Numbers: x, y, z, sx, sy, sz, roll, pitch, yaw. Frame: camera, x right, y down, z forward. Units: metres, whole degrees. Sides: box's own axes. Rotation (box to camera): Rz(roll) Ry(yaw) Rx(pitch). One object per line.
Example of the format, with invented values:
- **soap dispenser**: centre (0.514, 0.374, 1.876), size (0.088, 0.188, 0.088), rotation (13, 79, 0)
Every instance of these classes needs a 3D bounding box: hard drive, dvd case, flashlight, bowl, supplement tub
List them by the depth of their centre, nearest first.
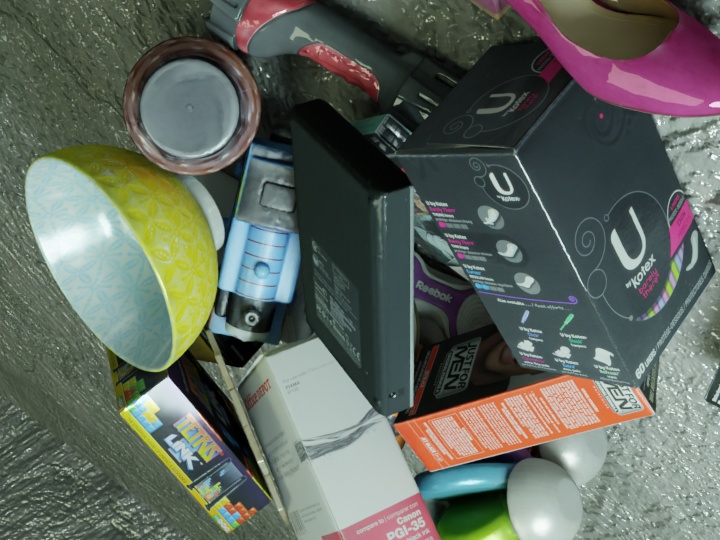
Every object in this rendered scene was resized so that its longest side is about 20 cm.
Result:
- **hard drive**: centre (-0.006, -0.009, 0.756), size (0.140, 0.033, 0.201), rotation (48, 150, 45)
- **flashlight**: centre (-0.020, -0.155, 0.757), size (0.200, 0.068, 0.068), rotation (35, 162, 11)
- **dvd case**: centre (0.058, -0.048, 0.798), size (0.200, 0.022, 0.146), rotation (39, 167, -20)
- **supplement tub**: centre (-0.133, -0.133, 0.812), size (0.107, 0.107, 0.200), rotation (47, -178, -12)
- **bowl**: centre (-0.181, -0.027, 0.862), size (0.200, 0.108, 0.201), rotation (30, 138, 31)

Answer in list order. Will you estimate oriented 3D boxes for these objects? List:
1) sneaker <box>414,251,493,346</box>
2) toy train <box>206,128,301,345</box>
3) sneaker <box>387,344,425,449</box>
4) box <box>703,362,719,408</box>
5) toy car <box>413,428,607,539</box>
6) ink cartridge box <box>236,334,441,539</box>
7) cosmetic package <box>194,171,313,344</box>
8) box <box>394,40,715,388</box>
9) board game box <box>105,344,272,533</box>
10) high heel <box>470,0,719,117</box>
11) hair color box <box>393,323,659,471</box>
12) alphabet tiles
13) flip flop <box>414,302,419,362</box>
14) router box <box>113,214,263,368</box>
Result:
- **sneaker**: centre (0.081, 0.039, 0.941), size (0.200, 0.075, 0.100), rotation (35, 171, 13)
- **toy train**: centre (-0.086, -0.026, 0.912), size (0.086, 0.201, 0.114), rotation (14, -170, -8)
- **sneaker**: centre (0.032, 0.122, 1.002), size (0.077, 0.112, 0.200), rotation (31, 178, 11)
- **box**: centre (0.338, 0.070, 0.658), size (0.193, 0.048, 0.200), rotation (31, 153, 24)
- **toy car**: centre (0.116, 0.171, 0.941), size (0.175, 0.200, 0.150), rotation (-21, 111, 40)
- **ink cartridge box**: centre (-0.025, 0.165, 0.888), size (0.201, 0.083, 0.147), rotation (66, 158, 10)
- **cosmetic package**: centre (-0.115, -0.018, 1.054), size (0.200, 0.102, 0.074), rotation (32, 152, 21)
- **box**: centre (0.134, -0.037, 0.672), size (0.106, 0.122, 0.200), rotation (6, 138, 49)
- **board game box**: centre (-0.169, 0.130, 0.971), size (0.166, 0.057, 0.200), rotation (57, 176, -27)
- **high heel**: centre (0.125, -0.155, 0.559), size (0.200, 0.067, 0.096), rotation (31, 163, 25)
- **hair color box**: centre (0.132, 0.085, 0.806), size (0.200, 0.102, 0.061), rotation (-22, 116, 32)
- **alphabet tiles**: centre (-0.103, 0.147, 0.938), size (0.200, 0.008, 0.168), rotation (93, 154, -71)
- **flip flop**: centre (0.000, 0.000, 0.876), size (0.081, 0.058, 0.201), rotation (-5, 95, 26)
- **router box**: centre (-0.201, 0.007, 1.035), size (0.157, 0.052, 0.200), rotation (1, 133, 53)
